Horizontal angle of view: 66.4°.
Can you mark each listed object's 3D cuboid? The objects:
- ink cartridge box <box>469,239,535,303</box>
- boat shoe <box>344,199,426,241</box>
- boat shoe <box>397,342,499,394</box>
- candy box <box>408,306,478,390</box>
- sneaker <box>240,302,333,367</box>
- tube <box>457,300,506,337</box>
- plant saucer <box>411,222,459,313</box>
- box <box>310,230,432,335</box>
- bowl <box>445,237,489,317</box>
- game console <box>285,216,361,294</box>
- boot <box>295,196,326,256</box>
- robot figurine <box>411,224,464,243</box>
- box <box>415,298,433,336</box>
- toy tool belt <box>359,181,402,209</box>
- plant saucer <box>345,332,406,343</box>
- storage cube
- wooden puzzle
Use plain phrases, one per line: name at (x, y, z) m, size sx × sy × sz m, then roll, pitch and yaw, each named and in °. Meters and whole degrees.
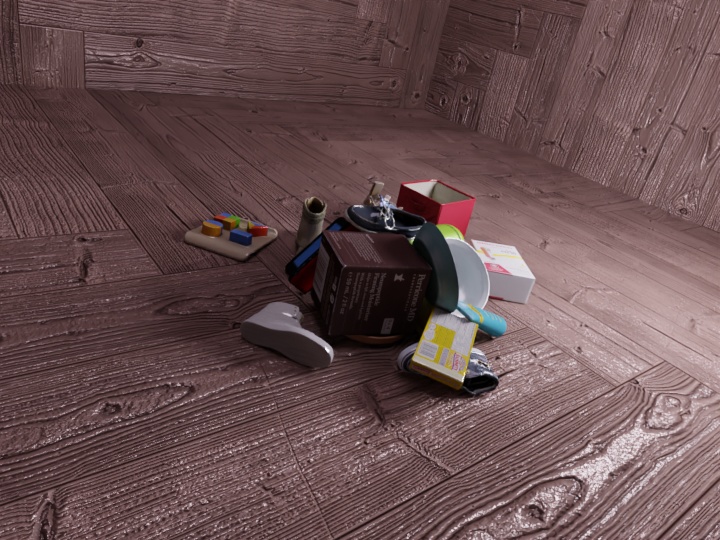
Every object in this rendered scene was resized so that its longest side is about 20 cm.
ink cartridge box at (0.386, -0.002, 1.556) m, size 0.144 × 0.084 × 0.200 m, roll 9°, pitch 27°, yaw -7°
boat shoe at (0.059, -0.115, 1.237) m, size 0.198 × 0.062 × 0.075 m, roll 16°, pitch 51°, yaw -28°
boat shoe at (0.177, 0.195, 1.092) m, size 0.198 × 0.071 × 0.091 m, roll 4°, pitch 26°, yaw -19°
candy box at (0.167, 0.146, 1.081) m, size 0.101 × 0.027 × 0.200 m, roll 25°, pitch 32°, yaw 8°
sneaker at (-0.126, 0.118, 1.106) m, size 0.198 × 0.074 × 0.116 m, roll 20°, pitch 30°, yaw 16°
tube at (0.265, 0.107, 1.234) m, size 0.077 × 0.051 × 0.199 m, roll 36°, pitch 8°, yaw 40°
plant saucer at (0.151, -0.002, 1.179) m, size 0.036 × 0.202 × 0.200 m, roll -14°, pitch 33°, yaw -12°
box at (0.016, 0.025, 1.176) m, size 0.198 × 0.167 × 0.164 m, roll 1°, pitch 28°, yaw -22°
bowl at (0.218, 0.028, 1.373) m, size 0.199 × 0.090 × 0.203 m, roll 10°, pitch 69°, yaw -27°
game console at (-0.101, -0.056, 1.298) m, size 0.119 × 0.200 × 0.172 m, roll 46°, pitch -3°, yaw 19°
boot at (-0.133, -0.128, 1.489) m, size 0.071 × 0.156 × 0.200 m, roll 9°, pitch 27°, yaw -7°
robot figurine at (0.203, -0.062, 1.490) m, size 0.199 × 0.117 × 0.175 m, roll -16°, pitch 30°, yaw -43°
box at (0.169, 0.122, 1.230) m, size 0.050 × 0.076 × 0.200 m, roll -4°, pitch 32°, yaw -29°
toy tool belt at (0.077, -0.124, 1.363) m, size 0.199 × 0.124 × 0.125 m, roll 32°, pitch 2°, yaw -34°
plant saucer at (0.014, 0.105, 1.241) m, size 0.198 × 0.033 × 0.201 m, roll 10°, pitch 27°, yaw -5°
storage cube at (0.215, -0.160, 1.684) m, size 0.199 × 0.181 × 0.170 m, roll -15°, pitch 38°, yaw -42°
wooden puzzle at (-0.341, -0.104, 1.474) m, size 0.184 × 0.047 × 0.200 m, roll 18°, pitch 27°, yaw 10°
